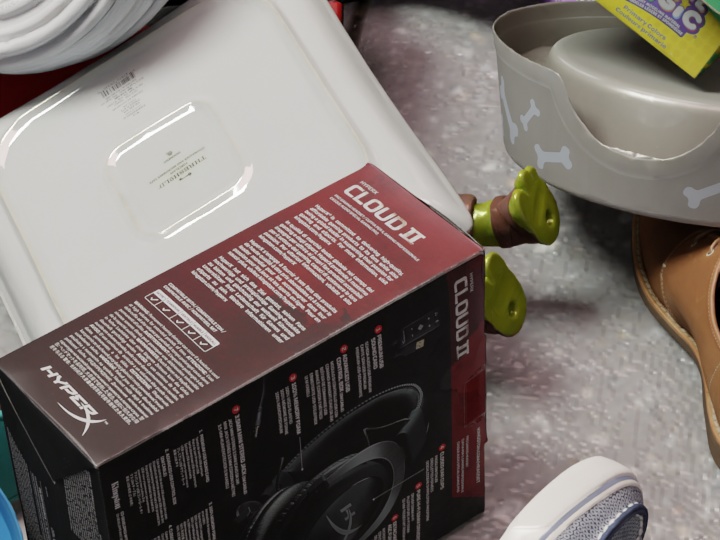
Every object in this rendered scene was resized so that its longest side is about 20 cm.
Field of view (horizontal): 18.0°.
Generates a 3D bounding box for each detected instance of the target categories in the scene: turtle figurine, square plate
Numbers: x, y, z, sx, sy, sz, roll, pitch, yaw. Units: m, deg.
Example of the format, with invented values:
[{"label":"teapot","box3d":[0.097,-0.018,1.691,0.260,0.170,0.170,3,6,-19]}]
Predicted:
[{"label":"turtle figurine","box3d":[0.000,0.000,1.024,0.161,0.065,0.200,2,37,32]},{"label":"square plate","box3d":[-0.079,-0.039,1.007,0.200,0.028,0.198,-32,55,1]}]

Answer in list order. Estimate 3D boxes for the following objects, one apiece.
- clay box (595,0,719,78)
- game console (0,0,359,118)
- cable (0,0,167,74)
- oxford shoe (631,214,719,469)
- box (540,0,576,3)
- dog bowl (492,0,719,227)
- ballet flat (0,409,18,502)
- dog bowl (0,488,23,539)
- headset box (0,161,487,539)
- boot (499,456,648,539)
[{"label":"clay box","box3d":[0.138,-0.153,1.049,0.115,0.048,0.200,39,27,7]},{"label":"game console","box3d":[-0.091,-0.085,1.123,0.199,0.119,0.172,-6,2,16]},{"label":"cable","box3d":[-0.163,-0.191,1.042,0.199,0.201,0.069,6,9,28]},{"label":"oxford shoe","box3d":[0.168,0.004,1.007,0.071,0.071,0.200,-10,38,-5]},{"label":"box","box3d":[0.164,-0.167,1.226,0.136,0.039,0.200,-10,42,-5]},{"label":"dog bowl","box3d":[0.156,-0.073,1.051,0.199,0.059,0.200,6,20,-2]},{"label":"ballet flat","box3d":[-0.224,0.084,0.948,0.199,0.070,0.069,-21,44,-14]},{"label":"dog bowl","box3d":[-0.226,0.108,0.878,0.199,0.050,0.112,18,74,-1]},{"label":"headset box","box3d":[-0.033,0.062,0.893,0.200,0.149,0.077,-30,49,-27]},{"label":"boot","box3d":[0.073,0.160,0.838,0.090,0.073,0.200,23,57,29]}]
